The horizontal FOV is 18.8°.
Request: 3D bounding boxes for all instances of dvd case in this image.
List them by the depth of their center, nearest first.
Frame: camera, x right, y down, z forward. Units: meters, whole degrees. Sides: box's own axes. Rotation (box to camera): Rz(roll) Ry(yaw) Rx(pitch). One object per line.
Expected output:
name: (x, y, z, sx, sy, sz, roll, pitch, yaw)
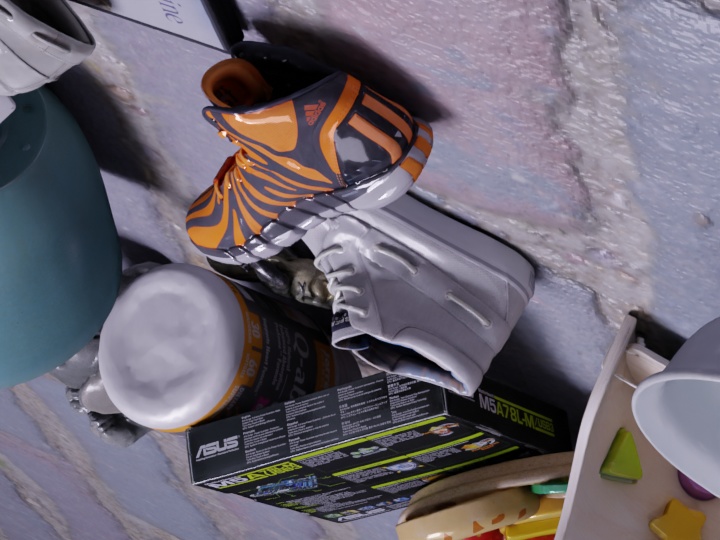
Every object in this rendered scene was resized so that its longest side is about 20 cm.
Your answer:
dvd case: (-0.167, -0.189, 1.197, 0.200, 0.018, 0.143, 20, 158, 22)

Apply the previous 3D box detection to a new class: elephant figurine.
elephant figurine: (-0.191, 0.058, 1.662, 0.142, 0.155, 0.200, 47, 175, 17)

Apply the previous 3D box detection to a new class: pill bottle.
pill bottle: (-0.086, 0.071, 1.545, 0.116, 0.116, 0.200, 15, 175, 33)

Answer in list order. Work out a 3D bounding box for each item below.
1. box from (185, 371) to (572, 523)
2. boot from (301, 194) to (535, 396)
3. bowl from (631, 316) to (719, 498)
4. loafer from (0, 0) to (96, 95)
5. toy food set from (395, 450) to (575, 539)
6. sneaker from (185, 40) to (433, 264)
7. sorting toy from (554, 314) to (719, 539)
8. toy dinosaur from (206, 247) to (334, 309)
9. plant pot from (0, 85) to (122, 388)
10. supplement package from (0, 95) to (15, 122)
box: (0.016, 0.120, 1.482, 0.200, 0.048, 0.193, -18, 155, 27)
boot: (0.000, 0.000, 1.325, 0.200, 0.096, 0.074, 25, 160, 10)
bowl: (0.254, 0.074, 1.172, 0.201, 0.090, 0.201, 24, 160, 9)
loafer: (-0.214, -0.179, 1.180, 0.070, 0.070, 0.200, -19, 136, 16)
toy food set: (0.124, 0.166, 1.515, 0.198, 0.049, 0.200, -10, 164, 3)
sneaker: (-0.058, -0.074, 1.238, 0.112, 0.078, 0.200, 37, 142, -26)
sorting toy: (0.198, 0.159, 1.328, 0.200, 0.180, 0.107, 30, 161, -2)
toy dinosaur: (-0.063, -0.007, 1.477, 0.200, 0.047, 0.088, 14, 163, 43)
plant pot: (-0.260, -0.046, 1.435, 0.201, 0.201, 0.161, 24, 148, 13)
supplement package: (-0.340, -0.136, 1.280, 0.200, 0.151, 0.152, 41, 171, 35)
